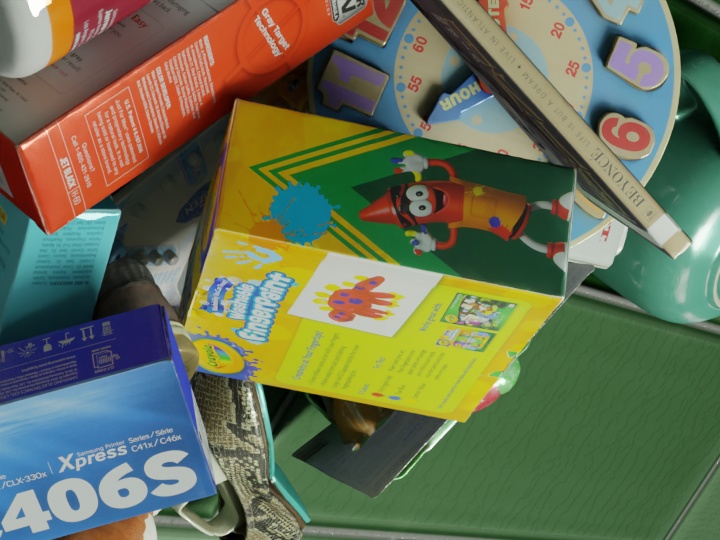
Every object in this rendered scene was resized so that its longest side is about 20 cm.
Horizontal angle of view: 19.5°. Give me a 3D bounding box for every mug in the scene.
[{"bbox_3d":[0.226,-0.045,1.445,0.152,0.114,0.185,-50,148,-2],"label":"mug"}]

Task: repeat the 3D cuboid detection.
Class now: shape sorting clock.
[{"bbox_3d":[0.071,-0.102,1.106,0.200,0.200,0.039,-53,-176,3],"label":"shape sorting clock"}]

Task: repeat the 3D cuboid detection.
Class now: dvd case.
[{"bbox_3d":[0.071,-0.093,1.010,0.016,0.149,0.200,-44,105,2],"label":"dvd case"}]

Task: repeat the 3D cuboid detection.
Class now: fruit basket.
[{"bbox_3d":[0.050,0.064,1.268,0.185,0.200,0.094,-46,107,-10],"label":"fruit basket"}]

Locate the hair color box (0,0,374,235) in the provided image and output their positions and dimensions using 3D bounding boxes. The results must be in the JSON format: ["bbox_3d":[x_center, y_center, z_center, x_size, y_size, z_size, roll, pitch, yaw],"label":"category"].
[{"bbox_3d":[-0.101,-0.112,0.984,0.200,0.101,0.061,-36,141,-21],"label":"hair color box"}]

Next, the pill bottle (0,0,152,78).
[{"bbox_3d":[-0.099,-0.178,0.910,0.200,0.113,0.113,-36,145,-24],"label":"pill bottle"}]

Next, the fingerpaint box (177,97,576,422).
[{"bbox_3d":[0.000,0.000,1.049,0.200,0.166,0.074,115,-16,-67],"label":"fingerpaint box"}]

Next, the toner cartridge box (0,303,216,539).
[{"bbox_3d":[-0.176,0.087,0.990,0.199,0.043,0.095,-16,130,-1],"label":"toner cartridge box"}]

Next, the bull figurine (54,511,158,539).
[{"bbox_3d":[-0.173,0.188,1.173,0.121,0.201,0.065,10,161,-18],"label":"bull figurine"}]

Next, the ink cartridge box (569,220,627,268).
[{"bbox_3d":[0.089,-0.089,1.230,0.200,0.083,0.146,11,96,-55],"label":"ink cartridge box"}]

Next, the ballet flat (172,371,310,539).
[{"bbox_3d":[-0.080,0.117,1.233,0.075,0.068,0.200,-27,147,-9],"label":"ballet flat"}]

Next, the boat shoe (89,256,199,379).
[{"bbox_3d":[-0.134,0.049,1.097,0.072,0.066,0.201,-7,163,-22],"label":"boat shoe"}]

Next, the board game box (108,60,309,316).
[{"bbox_3d":[-0.070,-0.005,1.199,0.200,0.026,0.200,-41,146,-17],"label":"board game box"}]

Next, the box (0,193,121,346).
[{"bbox_3d":[-0.179,0.033,1.043,0.049,0.082,0.200,-1,123,-34],"label":"box"}]
